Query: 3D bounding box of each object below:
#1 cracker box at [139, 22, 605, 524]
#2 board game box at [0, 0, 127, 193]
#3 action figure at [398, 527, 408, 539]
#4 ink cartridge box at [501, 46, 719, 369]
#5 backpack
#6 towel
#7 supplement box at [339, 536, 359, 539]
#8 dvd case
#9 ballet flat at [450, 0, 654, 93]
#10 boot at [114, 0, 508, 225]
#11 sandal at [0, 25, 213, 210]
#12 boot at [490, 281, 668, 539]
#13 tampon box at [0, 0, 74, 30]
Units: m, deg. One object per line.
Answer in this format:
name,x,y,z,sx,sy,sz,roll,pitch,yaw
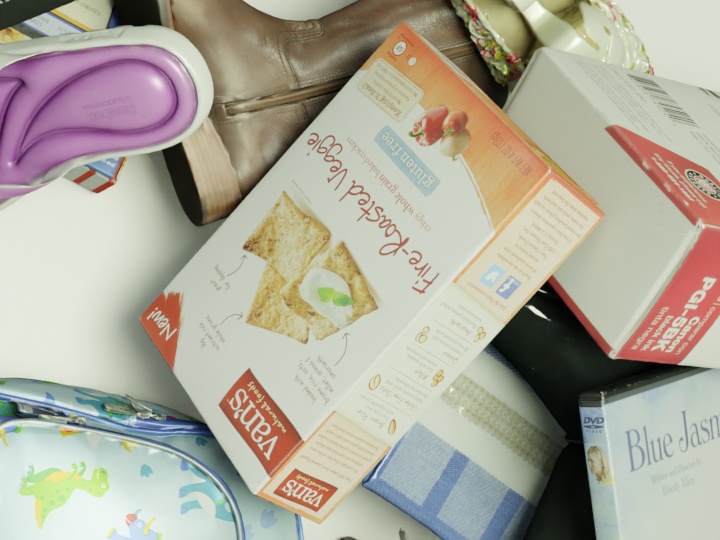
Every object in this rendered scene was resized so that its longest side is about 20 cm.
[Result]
cracker box,0.000,0.000,0.840,0.200,0.134,0.058,-49,138,9
board game box,-0.157,-0.164,0.920,0.151,0.046,0.201,28,76,-17
action figure,0.063,0.219,0.829,0.119,0.102,0.201,-34,107,-21
ink cartridge box,0.175,-0.023,0.882,0.199,0.147,0.083,8,124,-38
backpack,-0.126,0.149,0.854,0.199,0.147,0.184,9,86,-24
towel,0.098,0.061,0.944,0.147,0.024,0.201,35,77,-18
supplement box,-0.022,0.242,0.905,0.086,0.110,0.200,45,72,-14
dvd case,0.166,0.144,0.868,0.142,0.017,0.201,-12,96,-45
ballet flat,0.082,-0.132,0.888,0.076,0.064,0.200,-44,115,10
boot,-0.017,-0.135,0.909,0.199,0.064,0.187,-20,110,-21
sandal,-0.167,-0.067,0.844,0.202,0.050,0.083,-19,112,21
boot,0.109,0.101,0.897,0.198,0.073,0.163,29,76,-26
tampon box,-0.139,-0.215,0.782,0.199,0.126,0.151,-17,65,20
